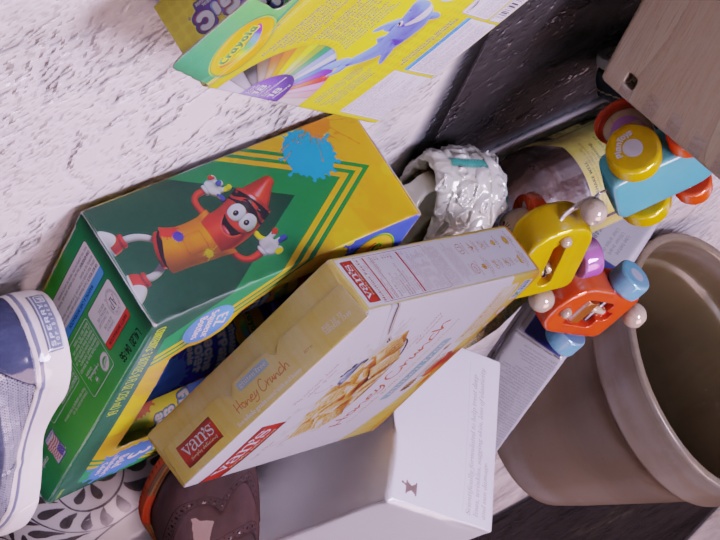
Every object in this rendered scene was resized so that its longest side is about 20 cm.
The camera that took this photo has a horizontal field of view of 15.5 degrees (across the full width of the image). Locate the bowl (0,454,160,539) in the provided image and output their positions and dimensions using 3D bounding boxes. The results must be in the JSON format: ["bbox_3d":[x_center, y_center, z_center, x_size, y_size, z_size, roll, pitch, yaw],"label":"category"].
[{"bbox_3d":[-0.132,0.127,1.537,0.200,0.094,0.201,-30,164,-10],"label":"bowl"}]

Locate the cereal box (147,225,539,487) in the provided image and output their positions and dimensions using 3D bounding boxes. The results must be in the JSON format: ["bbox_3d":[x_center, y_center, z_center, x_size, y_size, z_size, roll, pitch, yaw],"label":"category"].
[{"bbox_3d":[-0.005,0.042,1.364,0.144,0.040,0.200,-44,165,26],"label":"cereal box"}]

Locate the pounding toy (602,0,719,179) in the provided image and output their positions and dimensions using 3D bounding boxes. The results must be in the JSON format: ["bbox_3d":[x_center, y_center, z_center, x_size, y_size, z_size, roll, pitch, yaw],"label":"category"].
[{"bbox_3d":[0.230,-0.150,1.396,0.200,0.142,0.184,-19,145,-47],"label":"pounding toy"}]

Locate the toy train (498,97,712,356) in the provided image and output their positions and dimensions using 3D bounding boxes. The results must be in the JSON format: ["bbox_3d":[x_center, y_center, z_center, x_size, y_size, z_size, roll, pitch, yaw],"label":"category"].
[{"bbox_3d":[0.143,-0.032,1.484,0.150,0.056,0.200,4,140,-45],"label":"toy train"}]

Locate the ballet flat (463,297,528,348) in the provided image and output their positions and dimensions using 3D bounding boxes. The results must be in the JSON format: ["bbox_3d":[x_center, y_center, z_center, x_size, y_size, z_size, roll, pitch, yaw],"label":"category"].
[{"bbox_3d":[0.037,0.024,1.623,0.200,0.071,0.071,-39,163,18],"label":"ballet flat"}]

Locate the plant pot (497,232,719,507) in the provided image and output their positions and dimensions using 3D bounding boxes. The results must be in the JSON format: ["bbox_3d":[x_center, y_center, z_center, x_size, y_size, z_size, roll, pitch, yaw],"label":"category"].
[{"bbox_3d":[0.196,0.094,1.952,0.173,0.201,0.200,-25,172,38],"label":"plant pot"}]

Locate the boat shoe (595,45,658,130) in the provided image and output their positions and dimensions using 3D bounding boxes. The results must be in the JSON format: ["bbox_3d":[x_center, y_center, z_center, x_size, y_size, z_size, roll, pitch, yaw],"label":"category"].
[{"bbox_3d":[0.201,-0.088,1.526,0.200,0.075,0.062,4,112,-49],"label":"boat shoe"}]

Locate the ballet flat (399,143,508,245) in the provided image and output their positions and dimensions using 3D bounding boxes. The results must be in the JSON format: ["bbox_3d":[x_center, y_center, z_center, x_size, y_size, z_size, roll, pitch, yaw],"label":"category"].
[{"bbox_3d":[0.000,0.000,1.481,0.200,0.072,0.072,-49,159,23],"label":"ballet flat"}]

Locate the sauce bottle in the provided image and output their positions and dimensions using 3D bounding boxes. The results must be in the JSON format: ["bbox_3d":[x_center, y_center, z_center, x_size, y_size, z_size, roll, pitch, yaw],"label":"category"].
[{"bbox_3d":[0.122,-0.051,1.559,0.200,0.065,0.065,-23,161,-31],"label":"sauce bottle"}]

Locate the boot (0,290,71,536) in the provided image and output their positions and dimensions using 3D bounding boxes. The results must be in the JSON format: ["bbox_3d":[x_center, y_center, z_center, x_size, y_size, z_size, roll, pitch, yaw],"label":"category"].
[{"bbox_3d":[-0.207,0.080,1.318,0.090,0.073,0.200,-16,151,-25],"label":"boot"}]

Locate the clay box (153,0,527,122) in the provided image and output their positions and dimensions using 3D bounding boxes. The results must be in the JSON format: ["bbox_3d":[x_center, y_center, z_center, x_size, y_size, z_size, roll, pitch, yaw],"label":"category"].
[{"bbox_3d":[-0.004,-0.122,1.131,0.115,0.048,0.200,-38,162,18],"label":"clay box"}]

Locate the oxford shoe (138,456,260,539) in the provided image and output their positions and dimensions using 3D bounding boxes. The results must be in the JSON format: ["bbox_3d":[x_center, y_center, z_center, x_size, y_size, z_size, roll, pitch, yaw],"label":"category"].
[{"bbox_3d":[-0.076,0.157,1.454,0.071,0.073,0.200,-25,145,-23],"label":"oxford shoe"}]

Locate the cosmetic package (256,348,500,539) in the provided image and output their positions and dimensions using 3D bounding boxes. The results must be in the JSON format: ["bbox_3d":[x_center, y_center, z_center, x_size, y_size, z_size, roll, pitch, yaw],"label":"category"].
[{"bbox_3d":[-0.010,0.118,1.570,0.081,0.113,0.200,22,151,-33],"label":"cosmetic package"}]

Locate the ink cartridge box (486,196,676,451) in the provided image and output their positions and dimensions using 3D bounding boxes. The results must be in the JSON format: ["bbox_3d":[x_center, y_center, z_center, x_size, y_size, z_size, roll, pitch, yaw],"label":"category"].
[{"bbox_3d":[0.128,0.025,1.700,0.200,0.041,0.200,-53,177,-31],"label":"ink cartridge box"}]

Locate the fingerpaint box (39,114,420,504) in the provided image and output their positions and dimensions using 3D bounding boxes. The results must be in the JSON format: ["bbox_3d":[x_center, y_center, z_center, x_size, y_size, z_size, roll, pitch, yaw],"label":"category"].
[{"bbox_3d":[-0.083,0.021,1.353,0.166,0.073,0.200,-23,162,-33],"label":"fingerpaint box"}]
